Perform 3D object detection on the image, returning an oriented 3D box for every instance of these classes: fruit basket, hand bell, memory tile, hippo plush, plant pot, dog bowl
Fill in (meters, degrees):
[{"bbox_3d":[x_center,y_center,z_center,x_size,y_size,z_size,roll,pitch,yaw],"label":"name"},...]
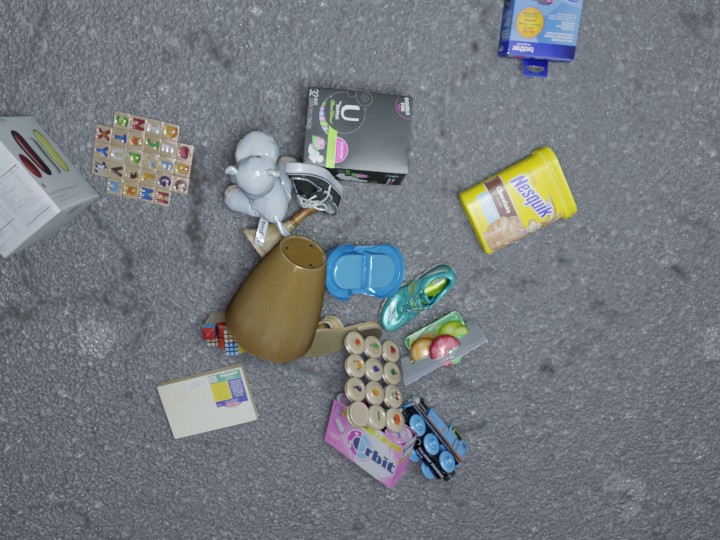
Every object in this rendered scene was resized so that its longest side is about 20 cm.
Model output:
[{"bbox_3d":[0.169,0.166,1.261,0.183,0.200,0.095,-30,103,5],"label":"fruit basket"},{"bbox_3d":[-0.133,-0.103,1.252,0.199,0.104,0.105,-39,103,-5],"label":"hand bell"},{"bbox_3d":[0.030,0.231,1.270,0.152,0.203,0.017,18,146,-34],"label":"memory tile"},{"bbox_3d":[-0.205,-0.169,1.147,0.156,0.161,0.203,0,70,12],"label":"hippo plush"},{"bbox_3d":[-0.142,0.038,1.155,0.184,0.188,0.201,24,127,-8],"label":"plant pot"},{"bbox_3d":[0.000,0.000,1.245,0.197,0.049,0.114,-2,98,-34],"label":"dog bowl"}]

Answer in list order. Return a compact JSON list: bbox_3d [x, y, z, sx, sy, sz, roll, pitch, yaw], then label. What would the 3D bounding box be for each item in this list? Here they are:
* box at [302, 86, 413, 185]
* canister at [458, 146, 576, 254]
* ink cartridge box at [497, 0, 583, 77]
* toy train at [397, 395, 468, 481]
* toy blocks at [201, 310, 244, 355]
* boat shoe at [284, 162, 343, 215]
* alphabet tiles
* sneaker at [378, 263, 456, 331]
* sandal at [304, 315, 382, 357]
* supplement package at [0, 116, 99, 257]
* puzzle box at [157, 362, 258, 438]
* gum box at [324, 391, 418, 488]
[{"bbox_3d":[-0.007,-0.253,1.167,0.196,0.124,0.151,5,88,-4],"label":"box"},{"bbox_3d":[0.317,-0.139,1.244,0.198,0.087,0.150,-27,104,7],"label":"canister"},{"bbox_3d":[0.343,-0.475,1.160,0.134,0.076,0.203,4,106,-3],"label":"ink cartridge box"},{"bbox_3d":[0.151,0.371,1.359,0.086,0.114,0.201,-34,98,38],"label":"toy train"},{"bbox_3d":[-0.247,0.128,1.270,0.196,0.137,0.102,-3,106,-1],"label":"toy blocks"},{"bbox_3d":[-0.088,-0.148,1.149,0.072,0.199,0.069,5,83,15],"label":"boat shoe"},{"bbox_3d":[-0.442,-0.225,1.237,0.197,0.006,0.169,12,104,-5],"label":"alphabet tiles"},{"bbox_3d":[0.119,0.057,1.292,0.199,0.080,0.078,-41,103,9],"label":"sneaker"},{"bbox_3d":[-0.060,0.131,1.320,0.208,0.070,0.079,-5,130,-21],"label":"sandal"},{"bbox_3d":[-0.645,-0.165,1.152,0.146,0.191,0.201,-36,104,7],"label":"supplement package"},{"bbox_3d":[-0.341,0.294,1.370,0.197,0.025,0.135,-13,105,2],"label":"puzzle box"},{"bbox_3d":[0.015,0.358,1.322,0.198,0.066,0.115,27,118,28],"label":"gum box"}]
